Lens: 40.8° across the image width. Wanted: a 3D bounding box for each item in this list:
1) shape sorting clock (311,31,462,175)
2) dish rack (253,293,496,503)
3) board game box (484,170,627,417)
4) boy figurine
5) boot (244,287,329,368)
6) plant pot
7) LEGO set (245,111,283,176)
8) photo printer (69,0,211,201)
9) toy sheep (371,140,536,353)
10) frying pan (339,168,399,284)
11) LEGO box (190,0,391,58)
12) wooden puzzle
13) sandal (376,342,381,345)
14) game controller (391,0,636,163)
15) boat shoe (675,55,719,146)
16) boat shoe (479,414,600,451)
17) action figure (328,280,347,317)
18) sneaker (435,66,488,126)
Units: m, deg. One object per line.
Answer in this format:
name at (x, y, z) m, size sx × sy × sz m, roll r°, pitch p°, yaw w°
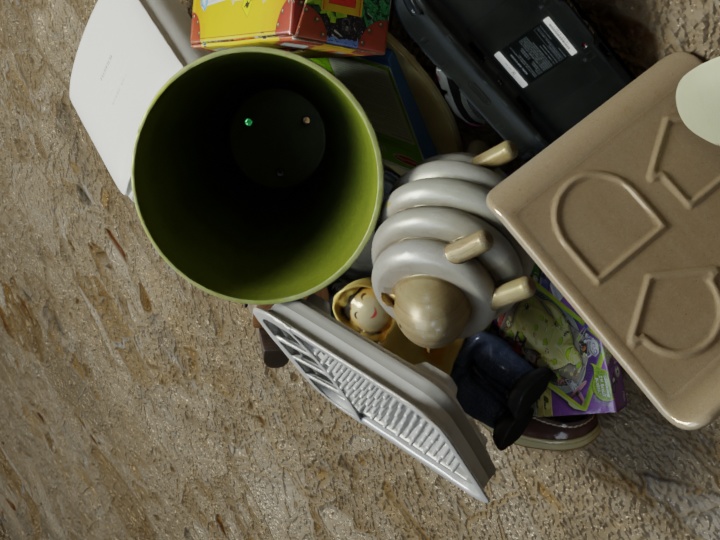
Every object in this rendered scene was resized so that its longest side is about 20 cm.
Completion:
shape sorting clock at (0.010, -0.154, 0.838) m, size 0.199 × 0.039 × 0.201 m, roll 40°, pitch 159°, yaw 18°
dish rack at (0.019, 0.092, 0.754) m, size 0.199 × 0.044 × 0.172 m, roll 29°, pitch 162°, yaw 35°
board game box at (0.142, 0.019, 0.796) m, size 0.119 × 0.032 × 0.204 m, roll -10°, pitch 92°, yaw 43°
boy figurine at (0.062, 0.058, 0.809) m, size 0.199 × 0.064 × 0.126 m, roll 35°, pitch 118°, yaw 24°
boot at (-0.081, -0.003, 0.976) m, size 0.201 × 0.069 × 0.148 m, roll 117°, pitch 152°, yaw -51°
plant pot at (-0.073, -0.093, 0.795) m, size 0.183 × 0.200 × 0.191 m, roll 0°, pitch 106°, yaw 1°
LEGO set at (-0.116, -0.160, 0.995) m, size 0.201 × 0.115 × 0.155 m, roll 54°, pitch 124°, yaw 31°
photo printer at (-0.221, -0.193, 0.969) m, size 0.167 × 0.069 × 0.201 m, roll -55°, pitch 53°, yaw 30°
toy sheep at (0.073, -0.025, 0.727) m, size 0.136 × 0.202 × 0.139 m, roll 15°, pitch 140°, yaw 13°
frying pan at (0.015, -0.006, 0.931) m, size 0.113 × 0.031 × 0.193 m, roll -14°, pitch 93°, yaw 17°
LEGO box at (-0.054, -0.240, 0.727) m, size 0.199 × 0.076 × 0.152 m, roll 19°, pitch 104°, yaw 58°
wooden puzzle at (0.208, -0.023, 0.636) m, size 0.201 × 0.184 × 0.046 m, roll 50°, pitch 167°, yaw 17°
sandal at (0.028, 0.076, 0.899) m, size 0.213 × 0.069 × 0.078 m, roll -55°, pitch 48°, yaw 40°
game controller at (0.114, -0.152, 0.685) m, size 0.104 × 0.042 × 0.200 m, roll -34°, pitch 117°, yaw 29°
boat shoe at (0.286, -0.115, 0.571) m, size 0.200 × 0.063 × 0.074 m, roll -3°, pitch 120°, yaw 48°
boat shoe at (0.128, 0.094, 0.875) m, size 0.199 × 0.071 × 0.073 m, roll 28°, pitch 133°, yaw 45°
action figure at (0.006, 0.038, 0.996) m, size 0.199 × 0.054 × 0.120 m, roll -17°, pitch 98°, yaw 49°
sneaker at (0.112, -0.193, 0.716) m, size 0.087 × 0.073 × 0.203 m, roll 32°, pitch 132°, yaw 34°
